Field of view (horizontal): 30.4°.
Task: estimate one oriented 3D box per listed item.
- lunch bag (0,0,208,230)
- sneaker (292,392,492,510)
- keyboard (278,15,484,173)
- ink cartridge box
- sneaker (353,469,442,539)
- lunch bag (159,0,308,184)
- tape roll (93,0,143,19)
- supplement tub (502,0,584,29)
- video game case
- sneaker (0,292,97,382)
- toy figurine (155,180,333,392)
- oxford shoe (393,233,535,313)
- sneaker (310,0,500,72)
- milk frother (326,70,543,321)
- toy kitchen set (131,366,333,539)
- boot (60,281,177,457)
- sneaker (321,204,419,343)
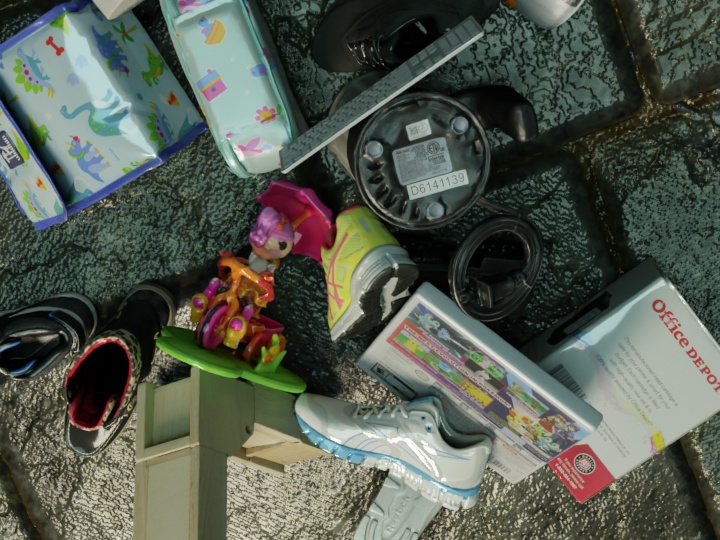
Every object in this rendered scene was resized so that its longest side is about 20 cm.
[{"bbox_3d":[-0.278,-0.146,1.242,0.200,0.127,0.170,-24,103,29],"label":"lunch bag"},{"bbox_3d":[0.034,0.149,1.269,0.200,0.075,0.087,22,112,0],"label":"sneaker"},{"bbox_3d":[0.015,-0.146,1.097,0.200,0.056,0.011,-34,107,9],"label":"keyboard"},{"bbox_3d":[0.251,0.106,1.296,0.200,0.083,0.146,-36,100,11],"label":"ink cartridge box"},{"bbox_3d":[0.059,0.215,1.346,0.076,0.081,0.200,39,84,8],"label":"sneaker"},{"bbox_3d":[-0.110,-0.179,1.203,0.077,0.160,0.200,-21,97,3],"label":"lunch bag"},{"bbox_3d":[-0.183,-0.332,1.140,0.203,0.203,0.139,-36,101,11],"label":"tape roll"},{"bbox_3d":[0.123,-0.314,1.169,0.200,0.123,0.123,34,104,-6],"label":"supplement tub"},{"bbox_3d":[0.105,0.110,1.238,0.200,0.182,0.023,38,60,1],"label":"video game case"},{"bbox_3d":[-0.365,0.082,1.307,0.200,0.112,0.073,-23,102,9],"label":"sneaker"},{"bbox_3d":[-0.096,0.002,1.249,0.150,0.200,0.184,23,93,19],"label":"toy figurine"},{"bbox_3d":[0.070,0.013,1.288,0.200,0.073,0.084,6,114,4],"label":"oxford shoe"},{"bbox_3d":[0.026,-0.212,1.185,0.200,0.091,0.076,-13,129,42],"label":"sneaker"},{"bbox_3d":[0.067,-0.072,1.199,0.180,0.188,0.200,1,104,-8],"label":"milk frother"},{"bbox_3d":[-0.147,0.214,1.268,0.163,0.181,0.200,-20,149,32],"label":"toy kitchen set"},{"bbox_3d":[-0.251,0.116,1.290,0.073,0.151,0.200,31,106,-4],"label":"boot"},{"bbox_3d":[0.000,0.000,1.213,0.078,0.200,0.090,-25,75,-20],"label":"sneaker"}]
